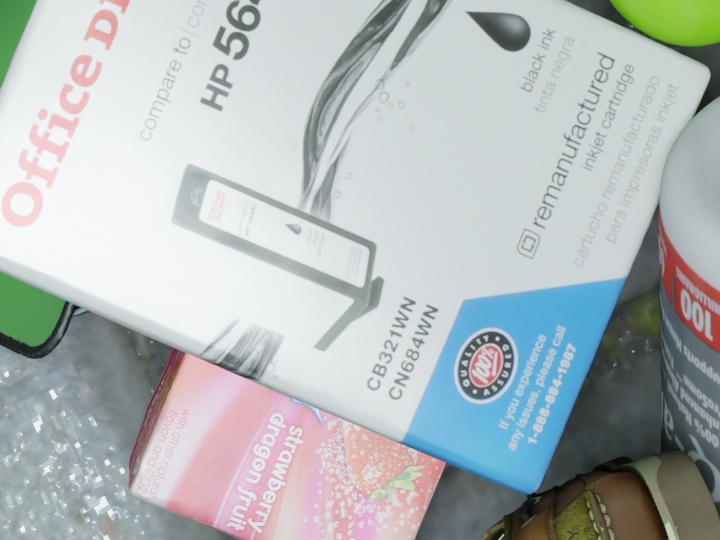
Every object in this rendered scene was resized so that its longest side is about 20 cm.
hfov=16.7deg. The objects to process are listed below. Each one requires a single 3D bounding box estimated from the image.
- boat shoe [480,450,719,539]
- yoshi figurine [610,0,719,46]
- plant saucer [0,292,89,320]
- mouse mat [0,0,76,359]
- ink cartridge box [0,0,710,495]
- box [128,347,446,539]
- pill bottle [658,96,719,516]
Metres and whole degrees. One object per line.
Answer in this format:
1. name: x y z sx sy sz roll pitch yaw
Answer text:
1. boat shoe: 0.066 0.098 0.787 0.068 0.200 0.072 -17 74 -6
2. yoshi figurine: 0.117 -0.103 0.796 0.112 0.200 0.113 -9 76 12
3. plant saucer: -0.085 -0.076 0.899 0.200 0.027 0.201 -25 56 43
4. mouse mat: -0.121 -0.077 0.916 0.161 0.008 0.201 21 91 53
5. ink cartridge box: -0.015 -0.036 0.768 0.199 0.084 0.147 23 90 -7
6. box: 0.000 0.000 0.861 0.102 0.095 0.201 23 90 -6
7. pill bottle: 0.151 0.046 0.767 0.115 0.201 0.116 -4 39 3
